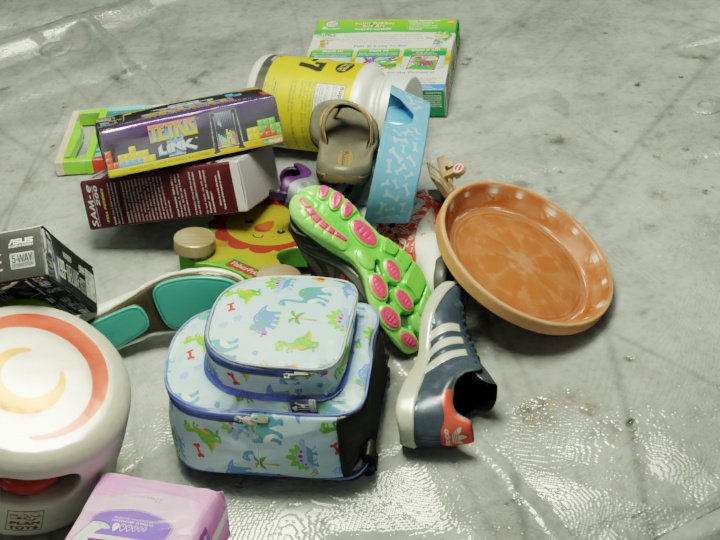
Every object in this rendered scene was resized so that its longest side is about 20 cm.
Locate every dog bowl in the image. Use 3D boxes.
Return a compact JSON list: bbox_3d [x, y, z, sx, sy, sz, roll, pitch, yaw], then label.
[{"bbox_3d":[0.041,-0.122,1.599,0.049,0.112,0.200,11,31,-1],"label":"dog bowl"}]

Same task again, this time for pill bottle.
[{"bbox_3d":[-0.031,-0.198,1.805,0.198,0.115,0.115,8,38,19],"label":"pill bottle"}]

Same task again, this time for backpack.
[{"bbox_3d":[-0.082,0.095,1.386,0.198,0.148,0.184,-3,34,10],"label":"backpack"}]

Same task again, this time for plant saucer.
[{"bbox_3d":[0.167,-0.011,1.529,0.199,0.032,0.201,17,42,-16],"label":"plant saucer"}]

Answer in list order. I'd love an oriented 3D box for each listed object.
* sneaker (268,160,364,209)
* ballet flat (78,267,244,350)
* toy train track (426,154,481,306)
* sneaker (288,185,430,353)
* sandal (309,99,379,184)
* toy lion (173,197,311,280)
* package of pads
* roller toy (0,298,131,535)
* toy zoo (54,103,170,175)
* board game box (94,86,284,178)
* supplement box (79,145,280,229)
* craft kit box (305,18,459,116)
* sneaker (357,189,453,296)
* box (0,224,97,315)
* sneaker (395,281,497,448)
[{"bbox_3d":[-0.040,-0.112,1.681,0.087,0.075,0.200,21,22,5],"label":"sneaker"},{"bbox_3d":[-0.212,0.035,1.542,0.198,0.070,0.070,-20,36,3],"label":"ballet flat"},{"bbox_3d":[0.118,-0.050,1.592,0.032,0.115,0.201,-24,48,15],"label":"toy train track"},{"bbox_3d":[0.000,0.000,1.517,0.077,0.084,0.200,-36,84,-26],"label":"sneaker"},{"bbox_3d":[-0.021,-0.155,1.648,0.081,0.055,0.200,1,27,2],"label":"sandal"},{"bbox_3d":[-0.096,-0.022,1.628,0.199,0.069,0.191,23,38,34],"label":"toy lion"},{"bbox_3d":[-0.197,0.261,1.236,0.119,0.076,0.201,4,37,17],"label":"package of pads"},{"bbox_3d":[-0.306,0.140,1.341,0.182,0.140,0.200,35,48,13],"label":"roller toy"},{"bbox_3d":[-0.278,-0.169,1.880,0.198,0.021,0.132,-3,36,5],"label":"toy zoo"},{"bbox_3d":[-0.199,-0.160,1.684,0.198,0.057,0.165,-13,12,-10],"label":"board game box"},{"bbox_3d":[-0.204,-0.097,1.684,0.198,0.061,0.109,-7,15,19],"label":"supplement box"},{"bbox_3d":[0.025,-0.269,1.955,0.198,0.049,0.198,1,39,10],"label":"craft kit box"},{"bbox_3d":[0.045,-0.020,1.593,0.107,0.068,0.202,-5,33,4],"label":"sneaker"},{"bbox_3d":[-0.352,0.013,1.425,0.156,0.200,0.050,-9,78,3],"label":"box"},{"bbox_3d":[0.095,0.092,1.428,0.084,0.075,0.201,4,47,15],"label":"sneaker"}]
